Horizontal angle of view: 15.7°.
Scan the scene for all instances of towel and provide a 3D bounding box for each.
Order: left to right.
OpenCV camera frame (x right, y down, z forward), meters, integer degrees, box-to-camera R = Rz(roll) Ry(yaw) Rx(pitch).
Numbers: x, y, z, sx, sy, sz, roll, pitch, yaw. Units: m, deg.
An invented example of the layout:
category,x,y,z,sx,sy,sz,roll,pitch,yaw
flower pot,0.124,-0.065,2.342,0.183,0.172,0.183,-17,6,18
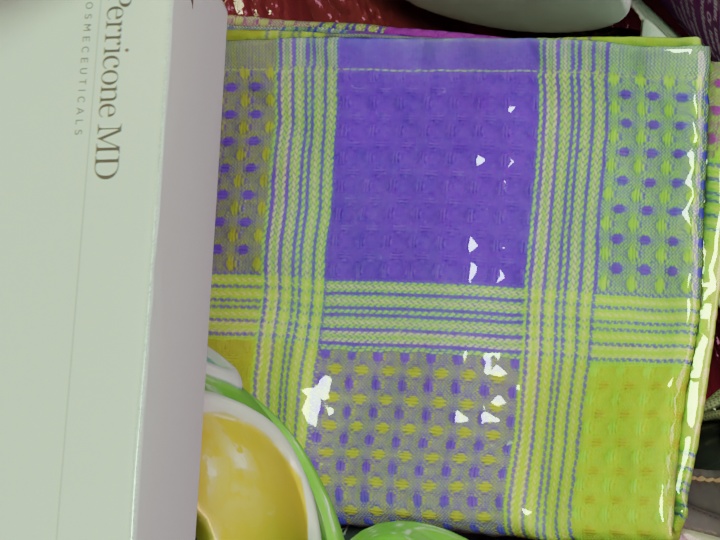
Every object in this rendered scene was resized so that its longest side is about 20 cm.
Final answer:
category,x,y,z,sx,sy,sz,roll,pitch,yaw
towel,0.000,0.000,0.725,0.023,0.200,0.144,26,70,-68

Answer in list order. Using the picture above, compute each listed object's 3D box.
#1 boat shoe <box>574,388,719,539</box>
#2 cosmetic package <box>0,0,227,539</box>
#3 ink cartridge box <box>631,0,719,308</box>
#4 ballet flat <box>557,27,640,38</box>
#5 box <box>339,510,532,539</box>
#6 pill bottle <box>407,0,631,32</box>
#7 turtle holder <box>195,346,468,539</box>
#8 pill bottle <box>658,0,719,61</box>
category,x,y,z,sx,sy,sz,roll,pitch,yaw
boat shoe,0.110,0.070,0.792,0.200,0.074,0.073,19,62,-58
cosmetic package,-0.111,0.027,0.563,0.052,0.150,0.200,56,35,-67
ink cartridge box,0.140,-0.013,0.867,0.050,0.200,0.161,-47,124,9
ballet flat,0.045,-0.044,0.880,0.200,0.067,0.046,-30,82,-46
box,-0.001,0.130,0.786,0.148,0.104,0.200,54,52,-35
pill bottle,0.062,-0.184,0.852,0.111,0.111,0.200,22,74,-47
turtle holder,-0.070,0.080,0.634,0.141,0.185,0.132,-49,157,-8
pill bottle,0.162,-0.101,0.865,0.112,0.200,0.112,-9,123,-14
